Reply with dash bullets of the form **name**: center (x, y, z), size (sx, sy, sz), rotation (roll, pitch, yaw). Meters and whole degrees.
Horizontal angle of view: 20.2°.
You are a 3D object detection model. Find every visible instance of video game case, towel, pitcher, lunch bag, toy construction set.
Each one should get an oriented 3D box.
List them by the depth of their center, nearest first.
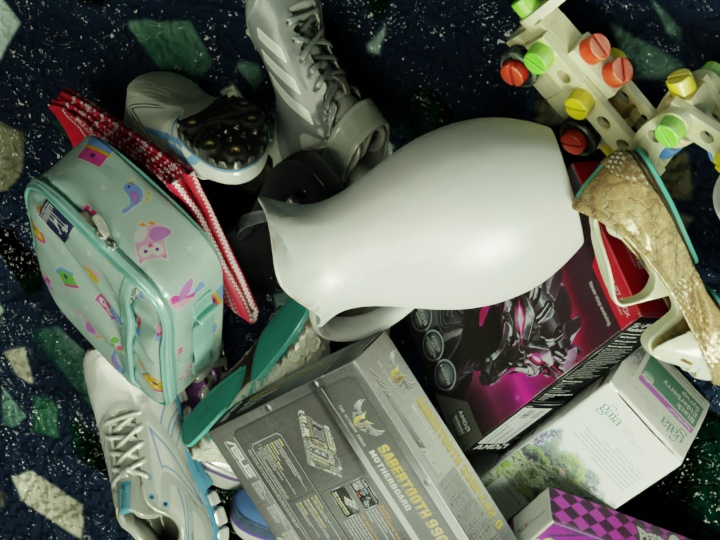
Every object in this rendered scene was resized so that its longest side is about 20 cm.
- **toy construction set**: center (0.168, -0.137, 1.317), size (0.201, 0.092, 0.131), rotation (60, 147, -3)
- **pitcher**: center (0.047, -0.017, 1.363), size (0.198, 0.122, 0.172), rotation (-17, 153, 3)
- **lunch bag**: center (-0.168, 0.005, 1.472), size (0.160, 0.077, 0.201), rotation (45, 159, 18)
- **video game case**: center (0.166, 0.245, 1.495), size (0.199, 0.036, 0.181), rotation (22, 133, -25)
- **towel**: center (-0.155, -0.049, 1.504), size (0.200, 0.022, 0.145), rotation (33, 154, 48)

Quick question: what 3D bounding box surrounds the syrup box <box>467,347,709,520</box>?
- **syrup box**: center (0.154, 0.137, 1.478), size (0.079, 0.082, 0.200), rotation (45, 127, -4)

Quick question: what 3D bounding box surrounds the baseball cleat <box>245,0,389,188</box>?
- **baseball cleat**: center (-0.025, -0.138, 1.423), size (0.106, 0.070, 0.202), rotation (13, 122, 41)

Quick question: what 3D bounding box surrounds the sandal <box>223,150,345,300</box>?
- **sandal**: center (-0.063, -0.019, 1.454), size (0.076, 0.043, 0.200), rotation (49, 145, 2)

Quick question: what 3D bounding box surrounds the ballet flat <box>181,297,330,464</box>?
- **ballet flat**: center (-0.063, 0.083, 1.514), size (0.072, 0.072, 0.200), rotation (44, 130, 0)

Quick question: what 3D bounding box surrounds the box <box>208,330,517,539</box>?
- **box**: center (0.005, 0.160, 1.429), size (0.158, 0.048, 0.201), rotation (-28, 98, 38)

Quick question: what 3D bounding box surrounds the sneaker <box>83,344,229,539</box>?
- **sneaker**: center (-0.167, 0.150, 1.565), size (0.074, 0.087, 0.202), rotation (-20, 100, 27)

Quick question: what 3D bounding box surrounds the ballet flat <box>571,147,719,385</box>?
- **ballet flat**: center (0.199, 0.016, 1.309), size (0.065, 0.071, 0.201), rotation (-33, 101, 1)

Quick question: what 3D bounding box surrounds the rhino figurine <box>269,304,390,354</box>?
- **rhino figurine**: center (0.000, 0.000, 1.502), size (0.087, 0.060, 0.201), rotation (33, 125, 14)

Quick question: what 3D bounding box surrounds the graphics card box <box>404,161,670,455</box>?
- **graphics card box**: center (0.124, 0.029, 1.424), size (0.200, 0.051, 0.126), rotation (-41, 60, 38)

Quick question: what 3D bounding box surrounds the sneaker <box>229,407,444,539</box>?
- **sneaker**: center (-0.027, 0.141, 1.556), size (0.198, 0.081, 0.147), rotation (-5, 133, 20)

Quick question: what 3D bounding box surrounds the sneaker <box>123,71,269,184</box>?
- **sneaker**: center (-0.116, -0.092, 1.465), size (0.200, 0.071, 0.073), rotation (34, 136, 59)

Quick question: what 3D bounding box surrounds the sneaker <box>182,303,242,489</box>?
- **sneaker**: center (-0.128, 0.076, 1.606), size (0.114, 0.073, 0.201), rotation (-34, 97, 34)

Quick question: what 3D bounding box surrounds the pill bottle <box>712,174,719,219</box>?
- **pill bottle**: center (0.297, 0.013, 1.280), size (0.110, 0.112, 0.201), rotation (-10, 131, 32)
